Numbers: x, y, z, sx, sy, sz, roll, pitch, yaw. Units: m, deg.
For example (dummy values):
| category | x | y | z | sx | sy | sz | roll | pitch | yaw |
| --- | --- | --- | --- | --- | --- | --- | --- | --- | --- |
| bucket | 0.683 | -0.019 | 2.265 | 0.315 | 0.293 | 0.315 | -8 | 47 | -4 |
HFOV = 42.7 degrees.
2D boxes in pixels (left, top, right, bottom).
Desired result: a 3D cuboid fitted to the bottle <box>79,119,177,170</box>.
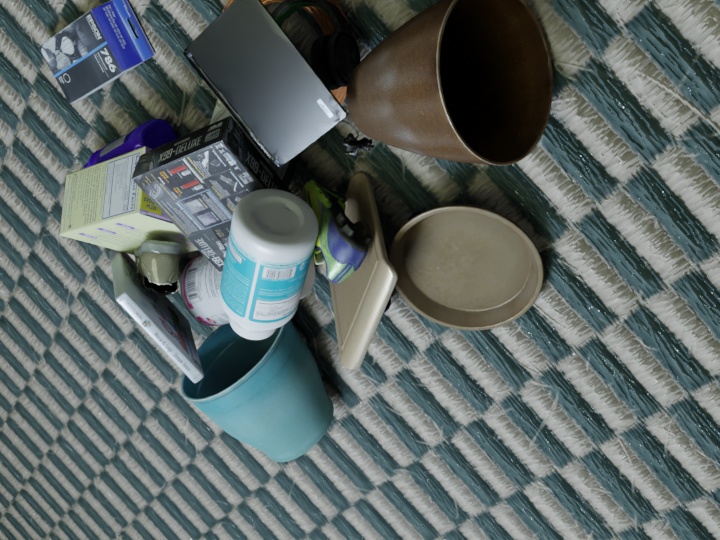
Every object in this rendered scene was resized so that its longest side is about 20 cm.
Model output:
| category | x | y | z | sx | sy | sz | roll | pitch | yaw |
| --- | --- | --- | --- | --- | --- | --- | --- | --- | --- |
| bottle | -0.366 | -0.171 | 1.424 | 0.198 | 0.084 | 0.066 | -17 | 108 | 40 |

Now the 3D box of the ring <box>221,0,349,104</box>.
| category | x | y | z | sx | sy | sz | roll | pitch | yaw |
| --- | --- | --- | --- | --- | --- | --- | --- | --- | --- |
| ring | -0.097 | -0.275 | 1.176 | 0.197 | 0.019 | 0.204 | 6 | 108 | 19 |

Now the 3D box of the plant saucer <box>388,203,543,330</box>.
| category | x | y | z | sx | sy | sz | roll | pitch | yaw |
| --- | --- | --- | --- | --- | --- | --- | --- | --- | --- |
| plant saucer | 0.133 | -0.006 | 1.167 | 0.196 | 0.030 | 0.202 | 8 | 131 | 9 |

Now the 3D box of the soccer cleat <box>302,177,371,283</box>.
| category | x | y | z | sx | sy | sz | roll | pitch | yaw |
| --- | --- | --- | --- | --- | --- | --- | --- | --- | --- |
| soccer cleat | -0.047 | -0.056 | 1.209 | 0.064 | 0.201 | 0.084 | 25 | 108 | -30 |

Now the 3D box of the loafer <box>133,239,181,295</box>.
| category | x | y | z | sx | sy | sz | roll | pitch | yaw |
| --- | --- | --- | --- | --- | --- | --- | --- | --- | --- |
| loafer | -0.305 | 0.002 | 1.374 | 0.074 | 0.071 | 0.200 | 4 | 171 | -10 |

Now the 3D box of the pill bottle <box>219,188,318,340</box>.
| category | x | y | z | sx | sy | sz | roll | pitch | yaw |
| --- | --- | --- | --- | --- | --- | --- | --- | --- | --- |
| pill bottle | -0.125 | 0.001 | 1.200 | 0.110 | 0.111 | 0.202 | 33 | 136 | 13 |

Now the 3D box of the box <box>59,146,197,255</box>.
| category | x | y | z | sx | sy | sz | roll | pitch | yaw |
| --- | --- | --- | --- | --- | --- | --- | --- | --- | --- |
| box | -0.312 | -0.093 | 1.360 | 0.198 | 0.175 | 0.099 | -9 | 72 | 40 |

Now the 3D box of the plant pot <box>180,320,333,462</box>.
| category | x | y | z | sx | sy | sz | roll | pitch | yaw |
| --- | --- | --- | --- | --- | --- | --- | --- | --- | --- |
| plant pot | -0.143 | 0.185 | 1.428 | 0.198 | 0.201 | 0.189 | -14 | 125 | 40 |

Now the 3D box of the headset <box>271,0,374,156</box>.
| category | x | y | z | sx | sy | sz | roll | pitch | yaw |
| --- | --- | --- | --- | --- | --- | --- | --- | --- | --- |
| headset | -0.045 | -0.238 | 1.131 | 0.123 | 0.093 | 0.203 | -30 | 78 | 29 |

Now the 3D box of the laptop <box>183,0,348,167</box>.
| category | x | y | z | sx | sy | sz | roll | pitch | yaw |
| --- | --- | --- | --- | --- | --- | --- | --- | --- | --- |
| laptop | -0.119 | -0.224 | 1.111 | 0.103 | 0.200 | 0.178 | -39 | 102 | -1 |

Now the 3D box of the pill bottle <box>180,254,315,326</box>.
| category | x | y | z | sx | sy | sz | roll | pitch | yaw |
| --- | --- | --- | --- | --- | --- | --- | --- | --- | --- |
| pill bottle | -0.168 | 0.013 | 1.377 | 0.198 | 0.113 | 0.115 | -14 | 109 | 41 |

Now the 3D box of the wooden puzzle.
| category | x | y | z | sx | sy | sz | roll | pitch | yaw |
| --- | --- | --- | --- | --- | --- | --- | --- | --- | --- |
| wooden puzzle | 0.000 | 0.000 | 1.228 | 0.037 | 0.202 | 0.187 | 5 | 132 | -20 |

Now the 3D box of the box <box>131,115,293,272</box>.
| category | x | y | z | sx | sy | sz | roll | pitch | yaw |
| --- | --- | --- | --- | --- | --- | --- | --- | --- | --- |
| box | -0.181 | -0.095 | 1.230 | 0.156 | 0.050 | 0.200 | -17 | 132 | 27 |

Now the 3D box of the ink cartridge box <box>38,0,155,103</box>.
| category | x | y | z | sx | sy | sz | roll | pitch | yaw |
| --- | --- | --- | --- | --- | --- | --- | --- | --- | --- |
| ink cartridge box | -0.398 | -0.329 | 1.379 | 0.198 | 0.039 | 0.101 | -16 | 106 | 40 |

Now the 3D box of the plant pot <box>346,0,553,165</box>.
| category | x | y | z | sx | sy | sz | roll | pitch | yaw |
| --- | --- | --- | --- | --- | --- | --- | --- | --- | --- |
| plant pot | 0.081 | -0.206 | 1.032 | 0.198 | 0.186 | 0.189 | 1 | 119 | 50 |

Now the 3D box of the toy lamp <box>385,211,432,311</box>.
| category | x | y | z | sx | sy | sz | roll | pitch | yaw |
| --- | --- | --- | --- | --- | --- | --- | --- | --- | --- |
| toy lamp | 0.043 | 0.004 | 1.259 | 0.058 | 0.058 | 0.200 | 43 | 133 | 5 |

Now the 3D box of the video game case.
| category | x | y | z | sx | sy | sz | roll | pitch | yaw |
| --- | --- | --- | --- | --- | --- | --- | --- | --- | --- |
| video game case | -0.315 | 0.063 | 1.414 | 0.183 | 0.024 | 0.200 | 53 | 180 | -27 |

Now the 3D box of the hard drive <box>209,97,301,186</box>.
| category | x | y | z | sx | sy | sz | roll | pitch | yaw |
| --- | --- | --- | --- | --- | --- | --- | --- | --- | --- |
| hard drive | -0.143 | -0.195 | 1.280 | 0.139 | 0.038 | 0.201 | 38 | 132 | 10 |
